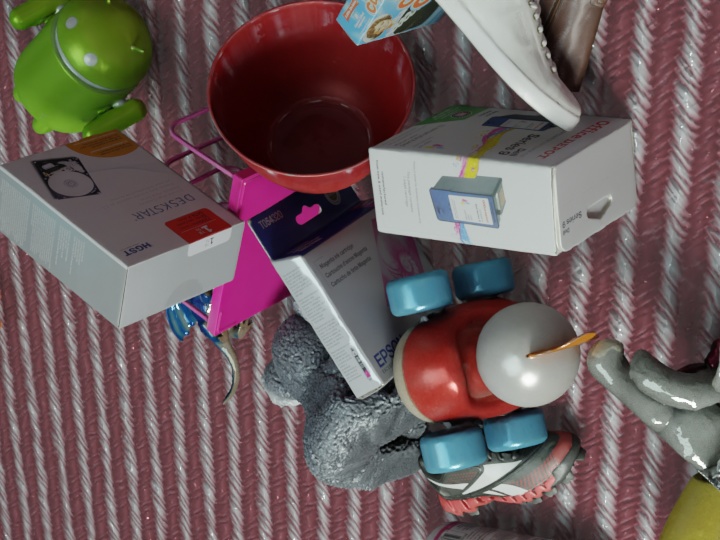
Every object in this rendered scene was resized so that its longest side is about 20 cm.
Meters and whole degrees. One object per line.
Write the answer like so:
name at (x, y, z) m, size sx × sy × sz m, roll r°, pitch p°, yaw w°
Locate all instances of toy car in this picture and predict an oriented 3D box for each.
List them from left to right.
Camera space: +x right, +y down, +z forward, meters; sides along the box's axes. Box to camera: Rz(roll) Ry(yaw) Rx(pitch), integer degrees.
toy car at (0.149, 0.077, 1.469) m, size 0.199 × 0.176 × 0.185 m, roll -13°, pitch 88°, yaw 47°

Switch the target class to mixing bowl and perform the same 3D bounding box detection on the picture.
mixing bowl at (-0.042, -0.151, 1.543) m, size 0.200 × 0.200 × 0.109 m, roll 36°, pitch 161°, yaw 21°

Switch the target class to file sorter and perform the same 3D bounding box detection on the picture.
file sorter at (-0.135, -0.065, 1.681) m, size 0.125 × 0.139 × 0.201 m, roll 34°, pitch 131°, yaw 26°

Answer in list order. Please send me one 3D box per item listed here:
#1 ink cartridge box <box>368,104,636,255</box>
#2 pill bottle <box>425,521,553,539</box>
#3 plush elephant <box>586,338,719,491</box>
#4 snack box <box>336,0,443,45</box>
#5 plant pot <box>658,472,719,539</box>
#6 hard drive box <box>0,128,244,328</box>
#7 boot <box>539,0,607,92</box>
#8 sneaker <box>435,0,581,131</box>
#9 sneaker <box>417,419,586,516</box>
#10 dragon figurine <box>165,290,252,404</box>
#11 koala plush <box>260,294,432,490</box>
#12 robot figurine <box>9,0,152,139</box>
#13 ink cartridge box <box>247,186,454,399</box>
ink cartridge box at (0.130, -0.086, 1.436) m, size 0.199 × 0.145 × 0.088 m, roll 11°, pitch 118°, yaw 37°
pill bottle at (0.165, 0.331, 1.649) m, size 0.199 × 0.113 × 0.114 m, roll 5°, pitch 115°, yaw 39°
plush elephant at (0.323, 0.096, 1.378) m, size 0.165 × 0.155 × 0.200 m, roll 37°, pitch -174°, yaw -34°
snack box at (0.067, -0.290, 1.401) m, size 0.037 × 0.116 × 0.200 m, roll 51°, pitch 135°, yaw 17°
plant pot at (0.349, 0.255, 1.420) m, size 0.199 × 0.200 × 0.143 m, roll 2°, pitch 93°, yaw 40°
hard drive box at (-0.241, -0.046, 1.579) m, size 0.200 × 0.156 × 0.077 m, roll 35°, pitch 129°, yaw 27°
boot at (0.210, -0.216, 1.359) m, size 0.186 × 0.064 × 0.201 m, roll 43°, pitch 133°, yaw 25°
sneaker at (0.136, -0.210, 1.349) m, size 0.085 × 0.073 × 0.200 m, roll -40°, pitch 100°, yaw 11°
sneaker at (0.136, 0.192, 1.618) m, size 0.200 × 0.071 × 0.098 m, roll -22°, pitch 119°, yaw 45°
dragon figurine at (-0.183, 0.048, 1.835) m, size 0.099 × 0.059 × 0.201 m, roll 6°, pitch 115°, yaw 38°
koala plush at (-0.024, 0.115, 1.672) m, size 0.200 × 0.183 × 0.178 m, roll 46°, pitch 135°, yaw 28°
robot figurine at (-0.306, -0.228, 1.753) m, size 0.200 × 0.116 × 0.176 m, roll -33°, pitch 88°, yaw 45°
ink cartridge box at (0.000, 0.000, 1.553) m, size 0.043 × 0.196 × 0.201 m, roll -29°, pitch 95°, yaw 33°
